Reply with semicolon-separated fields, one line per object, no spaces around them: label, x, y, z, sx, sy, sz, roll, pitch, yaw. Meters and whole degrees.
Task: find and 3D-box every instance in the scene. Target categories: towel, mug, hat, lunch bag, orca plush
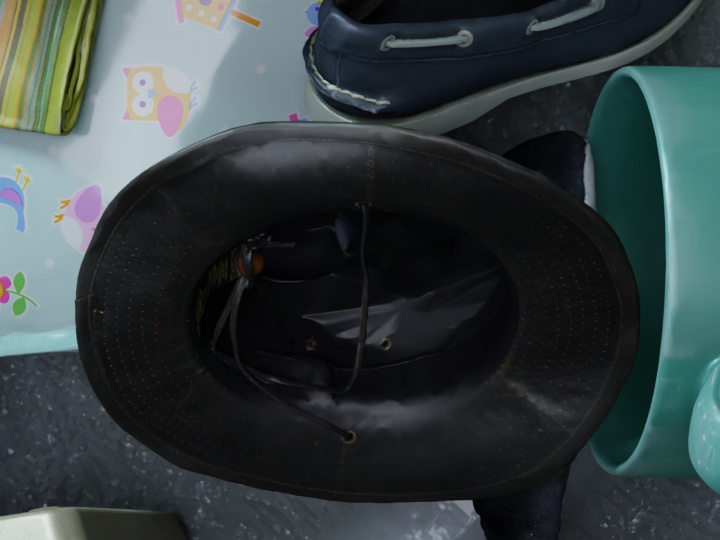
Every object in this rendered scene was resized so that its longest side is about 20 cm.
towel;-0.191;-0.107;0.907;0.199;0.018;0.086;10;86;23
mug;0.151;0.016;0.860;0.114;0.152;0.186;1;66;-8
hat;0.000;0.000;0.836;0.200;0.081;0.201;2;130;2
lunch bag;-0.078;-0.054;0.935;0.199;0.122;0.171;-6;92;19
orca plush;0.047;0.042;0.920;0.071;0.105;0.201;2;123;-9

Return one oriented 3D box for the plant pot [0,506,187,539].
plant pot;-0.145;0.192;0.938;0.199;0.200;0.178;-9;81;14

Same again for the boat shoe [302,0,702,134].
boat shoe;0.063;-0.113;0.877;0.199;0.062;0.075;-23;55;-23
